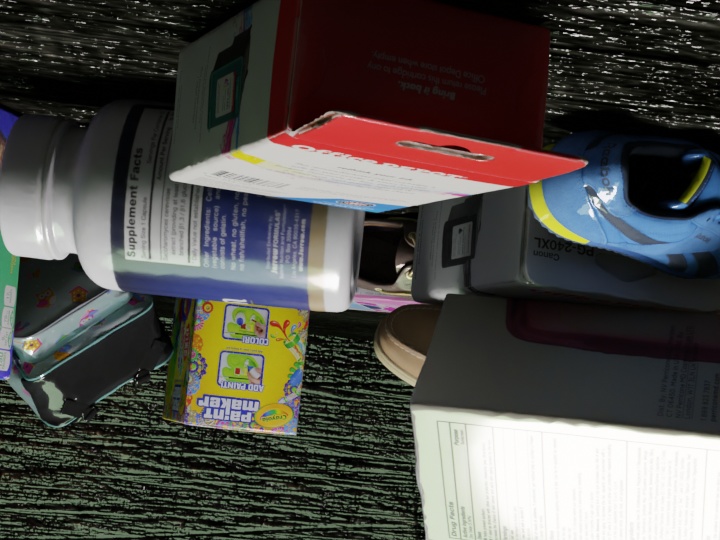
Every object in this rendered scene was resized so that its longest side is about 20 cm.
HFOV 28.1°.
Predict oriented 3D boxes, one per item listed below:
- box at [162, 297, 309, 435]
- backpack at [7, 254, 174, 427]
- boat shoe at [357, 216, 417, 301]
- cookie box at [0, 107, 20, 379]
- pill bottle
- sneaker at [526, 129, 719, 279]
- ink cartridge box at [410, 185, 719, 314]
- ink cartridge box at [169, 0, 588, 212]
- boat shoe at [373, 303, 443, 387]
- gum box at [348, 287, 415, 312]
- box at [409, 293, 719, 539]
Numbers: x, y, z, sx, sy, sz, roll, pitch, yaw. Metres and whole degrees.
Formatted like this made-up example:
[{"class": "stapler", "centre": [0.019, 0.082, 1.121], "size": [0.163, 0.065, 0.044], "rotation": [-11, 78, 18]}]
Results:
[{"class": "box", "centre": [-0.133, 0.073, 1.548], "size": [0.121, 0.194, 0.200], "rotation": [7, 174, -14]}, {"class": "backpack", "centre": [-0.328, 0.051, 1.569], "size": [0.175, 0.154, 0.200], "rotation": [-36, -142, -19]}, {"class": "boat shoe", "centre": [0.041, -0.009, 1.188], "size": [0.199, 0.072, 0.059], "rotation": [9, 180, 32]}, {"class": "cookie box", "centre": [-0.275, -0.028, 0.832], "size": [0.075, 0.172, 0.200], "rotation": [1, 173, 16]}, {"class": "pill bottle", "centre": [-0.098, -0.040, 0.822], "size": [0.199, 0.112, 0.111], "rotation": [6, 174, 4]}, {"class": "sneaker", "centre": [0.188, -0.036, 0.805], "size": [0.199, 0.066, 0.078], "rotation": [10, 169, -36]}, {"class": "ink cartridge box", "centre": [0.135, -0.016, 0.953], "size": [0.144, 0.084, 0.200], "rotation": [8, 173, -17]}, {"class": "ink cartridge box", "centre": [0.002, -0.072, 0.619], "size": [0.116, 0.068, 0.200], "rotation": [8, 174, -25]}, {"class": "boat shoe", "centre": [0.107, 0.054, 0.979], "size": [0.199, 0.072, 0.065], "rotation": [13, 141, 8]}, {"class": "gum box", "centre": [0.000, 0.000, 1.315], "size": [0.199, 0.067, 0.113], "rotation": [4, 173, 20]}, {"class": "box", "centre": [0.141, 0.100, 0.884], "size": [0.199, 0.109, 0.128], "rotation": [5, 130, 16]}]
